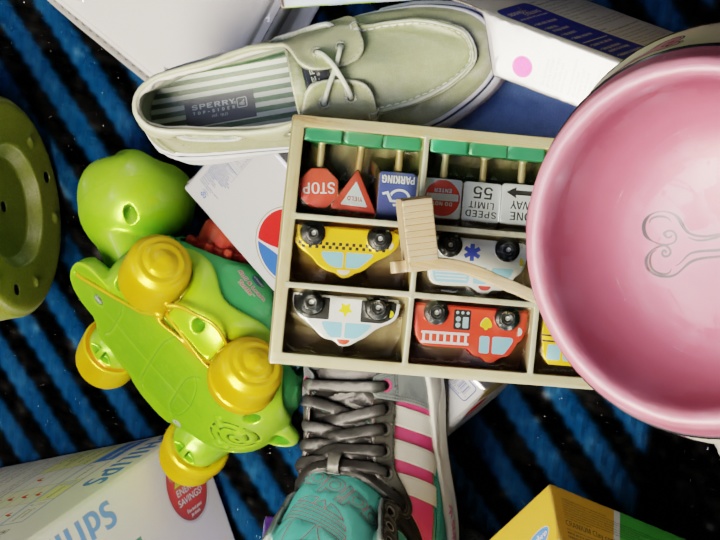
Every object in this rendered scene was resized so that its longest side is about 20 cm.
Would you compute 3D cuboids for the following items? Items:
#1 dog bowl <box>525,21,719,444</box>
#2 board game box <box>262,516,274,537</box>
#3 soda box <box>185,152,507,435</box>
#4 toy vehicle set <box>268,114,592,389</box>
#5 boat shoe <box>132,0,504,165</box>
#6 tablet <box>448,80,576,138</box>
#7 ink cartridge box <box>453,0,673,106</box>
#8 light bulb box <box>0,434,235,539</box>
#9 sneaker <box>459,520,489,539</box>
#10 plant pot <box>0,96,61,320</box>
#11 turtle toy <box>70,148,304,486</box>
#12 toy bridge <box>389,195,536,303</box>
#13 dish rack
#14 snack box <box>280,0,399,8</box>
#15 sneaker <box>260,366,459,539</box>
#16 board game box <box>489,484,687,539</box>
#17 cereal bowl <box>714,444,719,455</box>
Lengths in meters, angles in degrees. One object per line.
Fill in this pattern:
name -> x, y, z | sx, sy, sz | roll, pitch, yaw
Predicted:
dog bowl -> 0.164, -0.014, 1.080 | 0.199, 0.074, 0.201 | 2, 95, 25
board game box -> -0.042, 0.245, 1.336 | 0.045, 0.200, 0.135 | 5, 112, -2
soda box -> 0.000, 0.000, 1.308 | 0.200, 0.068, 0.064 | 49, 123, 7
toy vehicle set -> 0.058, -0.008, 1.196 | 0.199, 0.027, 0.125 | 5, 91, -4
boat shoe -> -0.021, -0.092, 1.224 | 0.199, 0.062, 0.072 | -14, 86, 12
tablet -> 0.081, -0.036, 1.240 | 0.199, 0.014, 0.131 | 12, 93, 12
ink cartridge box -> 0.136, -0.100, 1.181 | 0.199, 0.095, 0.037 | 25, 113, 20
light bulb box -> -0.204, 0.197, 1.411 | 0.199, 0.198, 0.125 | -13, 102, 33
sneaker -> 0.036, 0.152, 1.348 | 0.087, 0.076, 0.201 | -13, 103, 17
plant pot -> -0.288, -0.027, 1.405 | 0.192, 0.200, 0.201 | -6, 103, 18
turtle toy -> -0.097, 0.019, 1.348 | 0.200, 0.101, 0.146 | 49, 148, 7
toy bridge -> 0.113, -0.013, 1.173 | 0.199, 0.027, 0.068 | -7, 93, -5
dish rack -> -0.096, -0.190, 1.316 | 0.171, 0.044, 0.200 | 40, 120, 14
snack box -> 0.076, -0.171, 1.165 | 0.199, 0.142, 0.053 | 0, 107, 29
sneaker -> -0.009, 0.101, 1.230 | 0.083, 0.121, 0.201 | -4, 111, 26
board game box -> 0.101, 0.210, 1.283 | 0.153, 0.040, 0.200 | 24, 127, -28
cereal bowl -> 0.262, 0.062, 1.141 | 0.199, 0.083, 0.201 | 5, 114, 11
